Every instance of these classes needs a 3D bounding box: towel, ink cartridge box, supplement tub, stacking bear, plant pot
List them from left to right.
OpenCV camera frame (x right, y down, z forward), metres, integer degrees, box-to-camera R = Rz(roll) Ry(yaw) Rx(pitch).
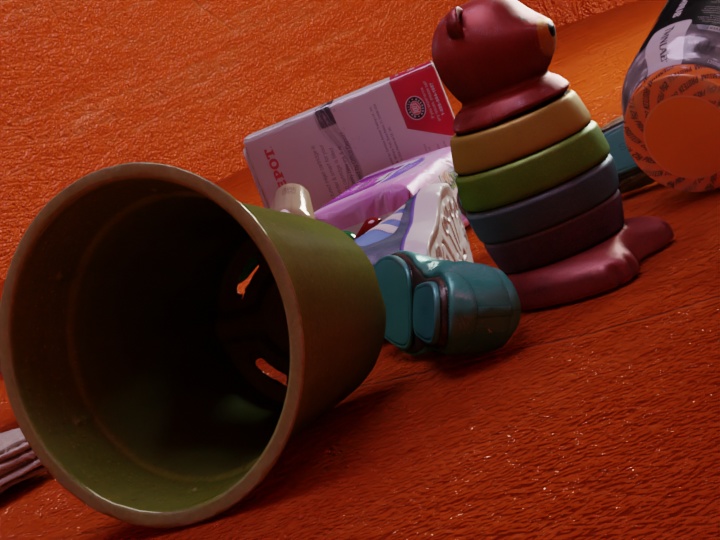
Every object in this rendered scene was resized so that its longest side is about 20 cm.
[{"bbox_3d":[-0.303,0.156,1.386,0.132,0.035,0.199,-26,8,-37],"label":"towel"},{"bbox_3d":[-0.077,0.035,1.120,0.199,0.201,0.190,-18,-4,27],"label":"plant pot"},{"bbox_3d":[0.003,-0.098,1.827,0.199,0.146,0.083,-21,9,5],"label":"ink cartridge box"},{"bbox_3d":[0.110,-0.086,1.250,0.113,0.201,0.121,-17,9,31],"label":"stacking bear"},{"bbox_3d":[0.271,-0.149,1.443,0.122,0.123,0.200,-17,22,32],"label":"supplement tub"}]

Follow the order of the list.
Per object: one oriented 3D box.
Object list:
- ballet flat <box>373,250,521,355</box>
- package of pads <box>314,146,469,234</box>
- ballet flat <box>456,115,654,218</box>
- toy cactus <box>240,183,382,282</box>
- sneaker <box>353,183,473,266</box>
[{"bbox_3d":[0.058,0.024,1.218,0.070,0.068,0.200,1,3,-12],"label":"ballet flat"},{"bbox_3d":[0.029,-0.047,1.671,0.120,0.076,0.200,-18,9,22],"label":"package of pads"},{"bbox_3d":[0.178,-0.078,1.552,0.199,0.071,0.071,-20,8,20],"label":"ballet flat"},{"bbox_3d":[-0.064,-0.016,1.532,0.199,0.103,0.166,-16,36,12],"label":"toy cactus"},{"bbox_3d":[0.000,0.000,1.411,0.146,0.081,0.200,-16,15,15],"label":"sneaker"}]
